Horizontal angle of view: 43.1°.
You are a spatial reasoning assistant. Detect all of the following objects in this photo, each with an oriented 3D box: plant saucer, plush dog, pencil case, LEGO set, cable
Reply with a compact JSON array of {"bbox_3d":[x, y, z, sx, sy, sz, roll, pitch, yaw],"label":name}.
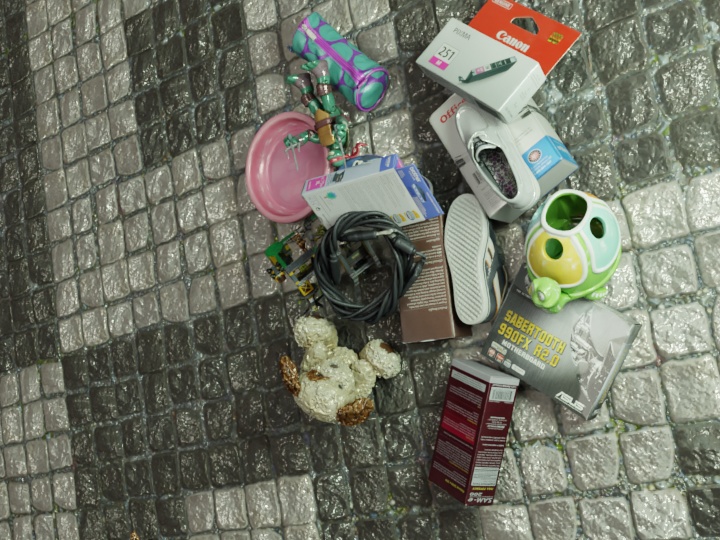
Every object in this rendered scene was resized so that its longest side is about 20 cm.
[{"bbox_3d":[-0.124,-0.187,1.678,0.198,0.051,0.204,-3,85,34],"label":"plant saucer"},{"bbox_3d":[-0.051,0.189,1.525,0.197,0.172,0.163,23,115,10],"label":"plush dog"},{"bbox_3d":[-0.038,-0.368,1.604,0.085,0.092,0.200,-49,64,6],"label":"pencil case"},{"bbox_3d":[-0.058,-0.018,1.587,0.200,0.117,0.153,-41,35,-12],"label":"LEGO set"},{"bbox_3d":[0.000,0.000,1.458,0.162,0.051,0.201,34,123,-9],"label":"cable"}]

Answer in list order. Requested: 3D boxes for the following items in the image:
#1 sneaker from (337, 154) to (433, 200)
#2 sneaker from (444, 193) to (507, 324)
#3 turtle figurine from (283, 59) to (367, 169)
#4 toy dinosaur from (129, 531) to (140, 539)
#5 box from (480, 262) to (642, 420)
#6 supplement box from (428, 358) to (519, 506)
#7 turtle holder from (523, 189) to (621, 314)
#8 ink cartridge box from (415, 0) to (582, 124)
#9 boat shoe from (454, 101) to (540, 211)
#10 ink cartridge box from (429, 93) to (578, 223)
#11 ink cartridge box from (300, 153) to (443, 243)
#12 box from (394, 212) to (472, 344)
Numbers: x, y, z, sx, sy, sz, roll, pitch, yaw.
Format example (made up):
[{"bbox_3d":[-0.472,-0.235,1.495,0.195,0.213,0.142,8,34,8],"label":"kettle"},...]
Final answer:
[{"bbox_3d":[0.013,-0.155,1.524,0.198,0.146,0.082,19,98,32],"label":"sneaker"},{"bbox_3d":[0.183,-0.017,1.441,0.078,0.079,0.204,-5,86,39],"label":"sneaker"},{"bbox_3d":[-0.067,-0.249,1.568,0.148,0.100,0.203,-19,85,38],"label":"turtle figurine"},{"bbox_3d":[-0.457,0.637,1.852,0.133,0.102,0.204,-1,72,11],"label":"toy dinosaur"},{"bbox_3d":[0.299,0.104,1.375,0.199,0.048,0.160,32,106,31],"label":"box"},{"bbox_3d":[0.175,0.251,1.424,0.108,0.060,0.204,20,100,59],"label":"supplement box"},{"bbox_3d":[0.288,-0.032,1.306,0.185,0.132,0.141,-38,52,-8],"label":"turtle holder"},{"bbox_3d":[0.205,-0.334,1.374,0.174,0.043,0.200,-50,50,2],"label":"ink cartridge box"},{"bbox_3d":[0.190,-0.174,1.348,0.072,0.068,0.202,-34,67,26],"label":"boat shoe"},{"bbox_3d":[0.221,-0.200,1.423,0.146,0.084,0.202,-39,66,25],"label":"ink cartridge box"},{"bbox_3d":[0.021,-0.114,1.428,0.197,0.120,0.042,-12,45,28],"label":"ink cartridge box"},{"bbox_3d":[0.117,0.015,1.491,0.099,0.075,0.204,-9,81,33],"label":"box"}]
